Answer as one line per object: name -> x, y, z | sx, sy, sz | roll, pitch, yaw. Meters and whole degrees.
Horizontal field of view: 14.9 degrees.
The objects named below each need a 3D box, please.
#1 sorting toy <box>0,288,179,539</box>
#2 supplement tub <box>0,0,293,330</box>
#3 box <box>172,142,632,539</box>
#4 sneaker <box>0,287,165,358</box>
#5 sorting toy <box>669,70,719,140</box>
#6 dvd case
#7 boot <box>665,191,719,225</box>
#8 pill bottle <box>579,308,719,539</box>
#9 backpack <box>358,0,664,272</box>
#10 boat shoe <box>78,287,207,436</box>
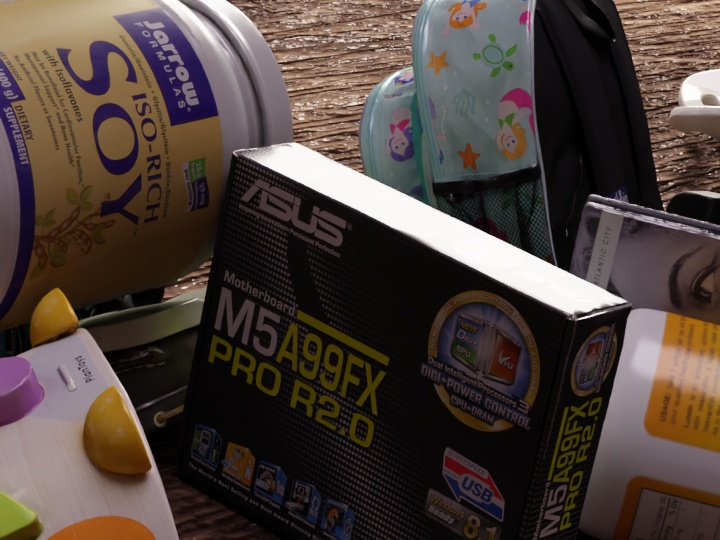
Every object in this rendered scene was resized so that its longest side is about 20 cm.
sorting toy -> -0.180, 0.097, 1.107 | 0.179, 0.107, 0.200 | -15, 28, -15
supplement tub -> -0.142, -0.053, 1.239 | 0.145, 0.146, 0.200 | 27, 29, 35
box -> 0.013, 0.053, 1.204 | 0.200, 0.161, 0.044 | 27, 25, 34
sneaker -> -0.152, 0.015, 1.338 | 0.090, 0.079, 0.200 | 21, 22, 12
sorting toy -> 0.308, -0.111, 1.916 | 0.179, 0.107, 0.200 | 5, 16, 10
dvd case -> 0.192, 0.050, 1.335 | 0.199, 0.149, 0.016 | 14, 34, 6
boot -> 0.299, -0.010, 1.677 | 0.173, 0.070, 0.200 | 0, 21, -29
pill bottle -> 0.161, 0.081, 1.285 | 0.199, 0.112, 0.111 | 14, 20, 5
backpack -> 0.087, -0.068, 1.523 | 0.150, 0.201, 0.177 | -2, 15, 24
boat shoe -> -0.069, 0.039, 1.346 | 0.071, 0.061, 0.201 | -8, 4, 34
